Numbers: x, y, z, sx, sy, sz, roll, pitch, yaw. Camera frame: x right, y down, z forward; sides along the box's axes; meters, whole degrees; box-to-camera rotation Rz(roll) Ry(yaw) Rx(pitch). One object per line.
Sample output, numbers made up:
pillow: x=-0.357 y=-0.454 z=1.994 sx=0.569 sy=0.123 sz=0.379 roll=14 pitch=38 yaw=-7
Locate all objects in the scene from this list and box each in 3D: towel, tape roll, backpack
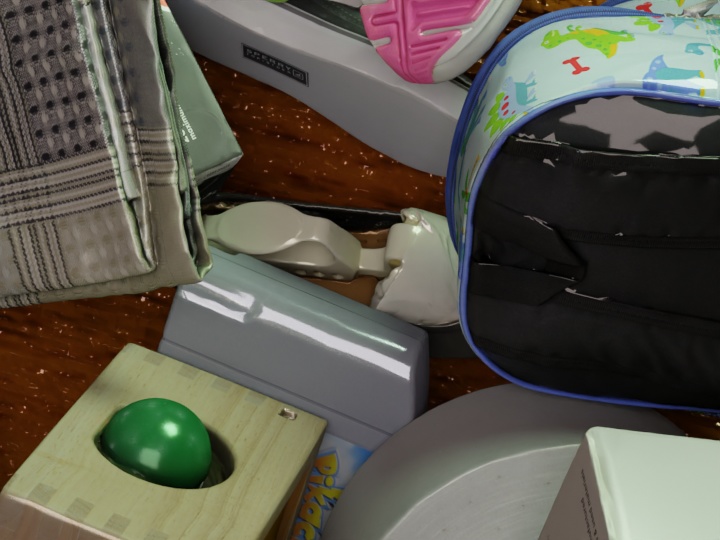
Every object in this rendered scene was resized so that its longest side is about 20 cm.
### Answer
towel: x=-0.164 y=-0.077 z=1.049 sx=0.199 sy=0.034 sz=0.194 roll=-8 pitch=95 yaw=30
tape roll: x=0.080 y=0.153 z=1.087 sx=0.199 sy=0.066 sz=0.202 roll=-4 pitch=113 yaw=-8
backpack: x=0.137 y=-0.032 z=1.050 sx=0.198 sy=0.147 sz=0.184 roll=4 pitch=125 yaw=-6

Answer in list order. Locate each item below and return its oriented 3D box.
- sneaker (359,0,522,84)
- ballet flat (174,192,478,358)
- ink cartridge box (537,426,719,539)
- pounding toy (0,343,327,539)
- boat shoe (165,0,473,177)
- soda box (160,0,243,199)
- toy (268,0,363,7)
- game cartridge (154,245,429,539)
sneaker: x=0.068 y=-0.158 z=1.076 sx=0.081 sy=0.088 sz=0.201 roll=12 pitch=63 yaw=33
ballet flat: x=0.000 y=0.000 z=1.126 sx=0.198 sy=0.068 sz=0.068 roll=6 pitch=72 yaw=6
ink cartridge box: x=0.135 y=0.168 z=0.987 sx=0.146 sy=0.083 sz=0.201 roll=7 pitch=131 yaw=-13
pounding toy: x=-0.078 y=0.137 z=1.028 sx=0.141 sy=0.184 sz=0.201 roll=21 pitch=115 yaw=6
boat shoe: x=-0.009 y=-0.108 z=1.130 sx=0.199 sy=0.069 sz=0.057 roll=27 pitch=67 yaw=5
soda box: x=-0.129 y=-0.118 z=1.094 sx=0.070 sy=0.063 sz=0.201 roll=-26 pitch=85 yaw=-16
toy: x=-0.012 y=-0.211 z=1.122 sx=0.114 sy=0.047 sz=0.201 roll=16 pitch=69 yaw=20
game cartridge: x=-0.045 y=0.099 z=1.125 sx=0.133 sy=0.041 sz=0.201 roll=20 pitch=115 yaw=3
